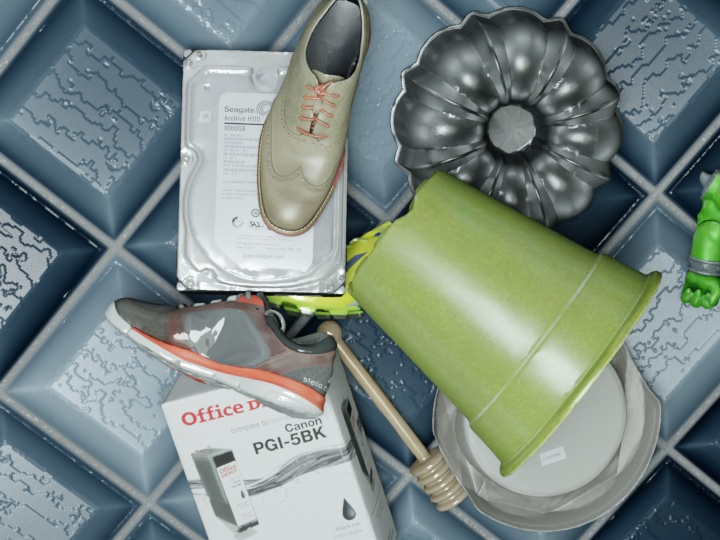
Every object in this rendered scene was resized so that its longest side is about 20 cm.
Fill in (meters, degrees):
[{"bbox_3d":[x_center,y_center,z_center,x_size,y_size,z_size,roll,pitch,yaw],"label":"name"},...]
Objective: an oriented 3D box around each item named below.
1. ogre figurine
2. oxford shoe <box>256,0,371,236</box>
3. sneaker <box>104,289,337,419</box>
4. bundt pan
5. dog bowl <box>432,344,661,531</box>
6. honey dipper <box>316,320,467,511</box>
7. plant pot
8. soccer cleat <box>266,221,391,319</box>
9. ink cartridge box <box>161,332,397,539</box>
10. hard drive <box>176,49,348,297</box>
[{"bbox_3d":[0.368,-0.035,1.209,0.200,0.098,0.120,-3,102,43],"label":"ogre figurine"},{"bbox_3d":[-0.040,-0.127,1.126,0.070,0.075,0.200,12,83,-2],"label":"oxford shoe"},{"bbox_3d":[-0.107,0.051,1.152,0.200,0.077,0.082,21,79,13],"label":"sneaker"},{"bbox_3d":[0.127,-0.116,1.191,0.202,0.076,0.202,-1,103,-4],"label":"bundt pan"},{"bbox_3d":[0.156,0.122,1.246,0.200,0.059,0.200,-1,97,-6],"label":"dog bowl"},{"bbox_3d":[0.027,0.124,1.262,0.038,0.038,0.200,-35,101,5],"label":"honey dipper"},{"bbox_3d":[0.098,0.024,1.119,0.190,0.200,0.200,38,99,3],"label":"plant pot"},{"bbox_3d":[0.000,0.000,1.223,0.200,0.065,0.084,0,88,-3],"label":"soccer cleat"},{"bbox_3d":[-0.068,0.172,1.233,0.147,0.083,0.200,-16,104,11],"label":"ink cartridge box"},{"bbox_3d":[-0.079,-0.079,1.176,0.140,0.038,0.200,2,84,-3],"label":"hard drive"}]
